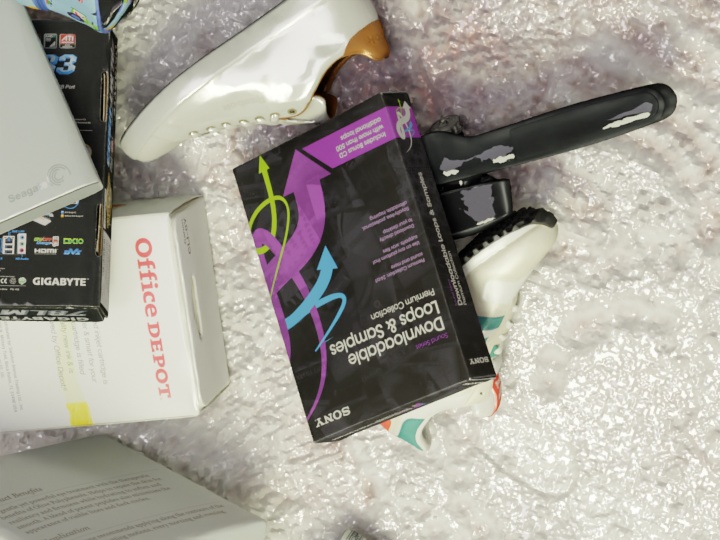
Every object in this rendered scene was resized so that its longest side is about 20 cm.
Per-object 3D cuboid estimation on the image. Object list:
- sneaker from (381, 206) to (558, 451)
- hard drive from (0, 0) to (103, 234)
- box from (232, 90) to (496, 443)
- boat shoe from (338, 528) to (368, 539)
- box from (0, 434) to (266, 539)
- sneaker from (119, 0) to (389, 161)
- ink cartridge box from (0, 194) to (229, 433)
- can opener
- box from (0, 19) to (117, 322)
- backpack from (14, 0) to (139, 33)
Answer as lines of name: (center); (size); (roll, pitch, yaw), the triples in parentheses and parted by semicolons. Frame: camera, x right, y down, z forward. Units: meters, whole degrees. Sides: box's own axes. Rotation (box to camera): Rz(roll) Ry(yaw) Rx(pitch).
sneaker: (0.078, 0.043, 1.640); (0.093, 0.070, 0.200); (46, 113, -3)
hard drive: (-0.268, -0.118, 1.590); (0.132, 0.026, 0.200); (-24, 77, -4)
box: (0.000, 0.000, 1.609); (0.143, 0.036, 0.200); (-25, 78, 37)
boat shoe: (-0.036, 0.280, 1.721); (0.064, 0.071, 0.200); (34, 107, 4)
box: (-0.204, 0.242, 1.660); (0.171, 0.199, 0.200); (25, 110, 33)
sneaker: (-0.070, -0.116, 1.631); (0.200, 0.073, 0.085); (-33, 92, 17)
ink cartridge box: (-0.202, 0.031, 1.691); (0.200, 0.083, 0.145); (-5, 101, 15)
can opener: (0.114, -0.083, 1.600); (0.200, 0.063, 0.079); (-21, 99, 20)
box: (-0.264, -0.068, 1.615); (0.200, 0.050, 0.199); (0, 76, 1)
backpack: (-0.194, -0.259, 1.570); (0.134, 0.183, 0.200); (4, 109, 4)
